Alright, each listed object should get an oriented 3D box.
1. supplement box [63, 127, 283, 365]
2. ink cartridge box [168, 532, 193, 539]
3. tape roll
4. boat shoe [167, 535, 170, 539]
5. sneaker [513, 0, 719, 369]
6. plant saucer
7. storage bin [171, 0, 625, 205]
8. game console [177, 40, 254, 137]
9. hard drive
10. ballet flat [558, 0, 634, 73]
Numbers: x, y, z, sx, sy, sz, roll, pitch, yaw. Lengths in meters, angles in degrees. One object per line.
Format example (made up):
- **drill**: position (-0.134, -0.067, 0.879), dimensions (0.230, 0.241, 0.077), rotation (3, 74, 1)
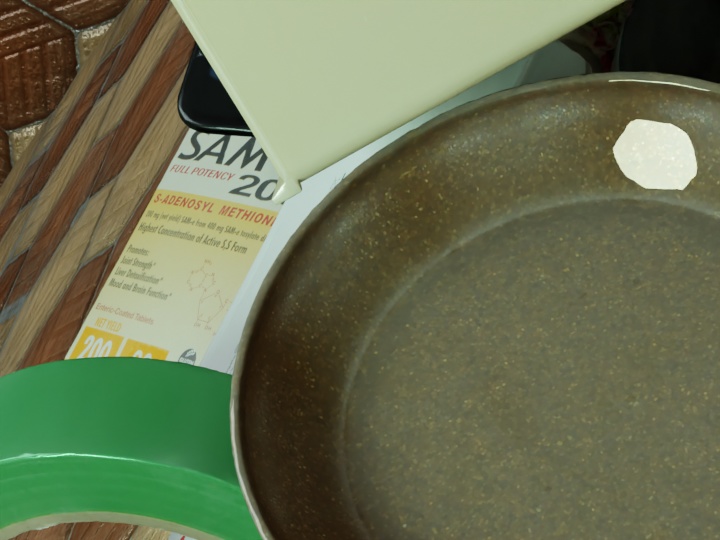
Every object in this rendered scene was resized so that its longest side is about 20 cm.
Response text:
- **supplement box**: position (-0.045, -0.009, 1.047), dimensions (0.126, 0.073, 0.201), rotation (11, 70, 50)
- **ink cartridge box**: position (0.009, 0.069, 0.833), dimensions (0.200, 0.086, 0.147), rotation (-45, 20, 38)
- **tape roll**: position (-0.067, 0.118, 0.756), dimensions (0.201, 0.200, 0.048), rotation (-48, 18, 39)
- **boat shoe**: position (-0.060, 0.147, 0.961), dimensions (0.073, 0.062, 0.200), rotation (-56, 13, 17)
- **sneaker**: position (0.094, 0.000, 0.737), dimensions (0.087, 0.080, 0.201), rotation (112, -177, -53)
- **plant saucer**: position (0.062, 0.032, 0.622), dimensions (0.201, 0.199, 0.037), rotation (-67, -29, -29)
- **storage bin**: position (0.039, -0.132, 0.732), dimensions (0.199, 0.094, 0.199), rotation (-29, 15, 11)
- **game console**: position (0.017, -0.161, 0.974), dimensions (0.176, 0.116, 0.201), rotation (131, 157, -57)
- **hard drive**: position (0.000, 0.000, 0.783), dimensions (0.200, 0.026, 0.132), rotation (-23, 37, 63)
- **ballet flat**: position (0.069, -0.039, 0.865), dimensions (0.076, 0.064, 0.200), rotation (58, 137, 24)
